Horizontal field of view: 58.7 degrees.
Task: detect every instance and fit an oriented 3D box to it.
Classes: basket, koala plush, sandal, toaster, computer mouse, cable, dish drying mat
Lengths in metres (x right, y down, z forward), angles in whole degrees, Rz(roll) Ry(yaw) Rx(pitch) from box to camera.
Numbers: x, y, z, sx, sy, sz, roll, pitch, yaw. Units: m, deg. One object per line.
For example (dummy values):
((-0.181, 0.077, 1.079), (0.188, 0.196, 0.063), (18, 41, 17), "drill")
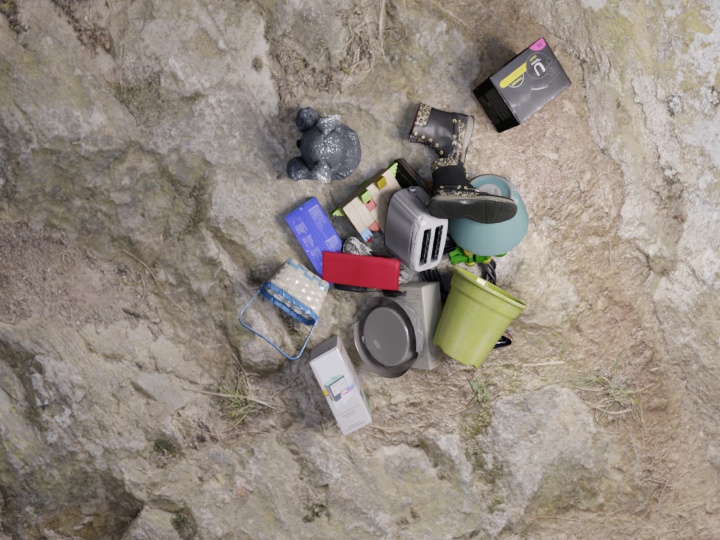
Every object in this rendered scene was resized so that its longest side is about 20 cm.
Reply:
((-0.175, 0.091, 1.559), (0.175, 0.139, 0.202), (37, 67, -5), "basket")
((-0.081, -0.288, 1.498), (0.178, 0.200, 0.183), (11, 96, -3), "koala plush")
((0.040, -0.013, 1.587), (0.197, 0.048, 0.077), (30, 76, -20), "sandal")
((0.130, -0.089, 1.524), (0.111, 0.129, 0.205), (-14, 128, -29), "toaster")
((0.023, 0.039, 1.584), (0.194, 0.058, 0.035), (7, 84, 20), "computer mouse")
((0.252, 0.010, 1.617), (0.196, 0.051, 0.166), (28, 95, -5), "cable")
((0.000, 0.000, 1.553), (0.194, 0.018, 0.079), (7, 109, 15), "dish drying mat")
((0.152, -0.197, 1.589), (0.054, 0.082, 0.202), (-35, 86, -32), "sandal")

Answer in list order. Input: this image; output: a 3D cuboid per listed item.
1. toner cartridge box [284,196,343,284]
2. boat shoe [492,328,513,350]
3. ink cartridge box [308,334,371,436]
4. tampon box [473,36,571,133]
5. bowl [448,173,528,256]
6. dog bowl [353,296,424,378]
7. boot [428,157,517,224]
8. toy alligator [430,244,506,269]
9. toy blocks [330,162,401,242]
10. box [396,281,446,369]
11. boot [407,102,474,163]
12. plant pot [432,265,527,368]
((-0.099, -0.073, 1.600), (0.094, 0.043, 0.203), (-31, 97, 1), "toner cartridge box")
((0.293, 0.169, 1.624), (0.193, 0.072, 0.075), (-4, 97, -1), "boat shoe")
((-0.050, 0.280, 1.591), (0.082, 0.145, 0.204), (-25, 97, 1), "ink cartridge box")
((0.370, -0.427, 1.495), (0.148, 0.200, 0.128), (-37, 96, 2), "tampon box")
((0.303, -0.148, 1.520), (0.194, 0.106, 0.206), (-5, 57, 8), "bowl")
((0.074, 0.159, 1.576), (0.196, 0.058, 0.207), (10, 105, 39), "dog bowl")
((0.250, -0.186, 1.449), (0.197, 0.157, 0.075), (3, 139, 1), "boot")
((0.257, -0.046, 1.564), (0.194, 0.060, 0.056), (-9, 57, 6), "toy alligator")
((0.044, -0.148, 1.579), (0.199, 0.100, 0.138), (-40, 109, -6), "toy blocks")
((0.151, 0.134, 1.595), (0.093, 0.077, 0.207), (2, 100, 43), "box")
((0.187, -0.302, 1.567), (0.146, 0.073, 0.206), (17, 92, -5), "boot")
((0.265, 0.119, 1.515), (0.196, 0.201, 0.188), (26, 97, -4), "plant pot")
